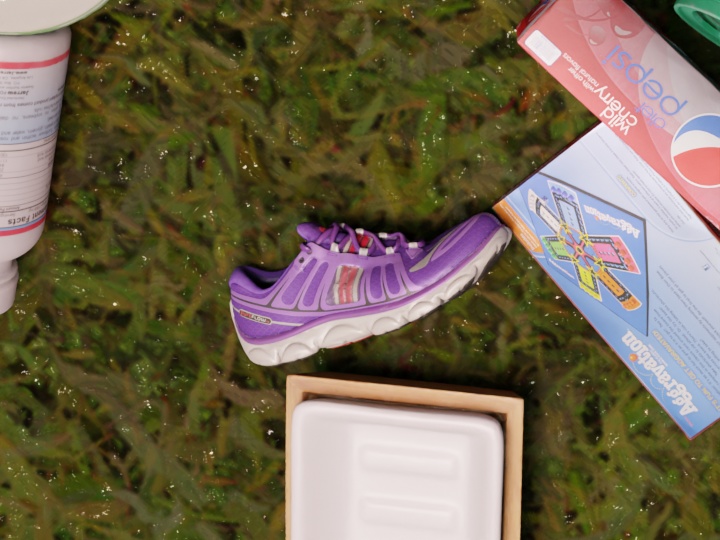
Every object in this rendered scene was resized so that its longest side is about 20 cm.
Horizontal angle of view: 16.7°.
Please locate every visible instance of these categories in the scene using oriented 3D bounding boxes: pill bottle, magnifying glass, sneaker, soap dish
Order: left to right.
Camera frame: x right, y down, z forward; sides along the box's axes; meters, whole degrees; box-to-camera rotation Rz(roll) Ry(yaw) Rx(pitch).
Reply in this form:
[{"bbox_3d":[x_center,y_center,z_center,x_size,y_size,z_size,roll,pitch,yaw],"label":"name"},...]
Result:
[{"bbox_3d":[-0.253,-0.075,1.593,0.109,0.109,0.200,15,113,8],"label":"pill bottle"},{"bbox_3d":[0.000,0.000,1.574,0.200,0.081,0.083,-19,98,21],"label":"sneaker"},{"bbox_3d":[0.031,0.162,1.622,0.157,0.081,0.200,5,110,12],"label":"soap dish"},{"bbox_3d":[0.276,-0.113,1.472,0.200,0.080,0.022,30,88,-9],"label":"magnifying glass"}]

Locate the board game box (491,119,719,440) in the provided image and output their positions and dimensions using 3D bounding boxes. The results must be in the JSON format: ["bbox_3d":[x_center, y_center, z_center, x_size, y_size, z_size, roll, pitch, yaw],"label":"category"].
[{"bbox_3d":[0.187,0.003,1.559,0.103,0.019,0.200,-38,97,22],"label":"board game box"}]

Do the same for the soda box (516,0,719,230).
[{"bbox_3d":[0.186,-0.098,1.485,0.200,0.070,0.063,43,101,-6],"label":"soda box"}]

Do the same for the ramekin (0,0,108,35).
[{"bbox_3d":[-0.214,-0.242,1.499,0.200,0.098,0.200,1,122,1],"label":"ramekin"}]
